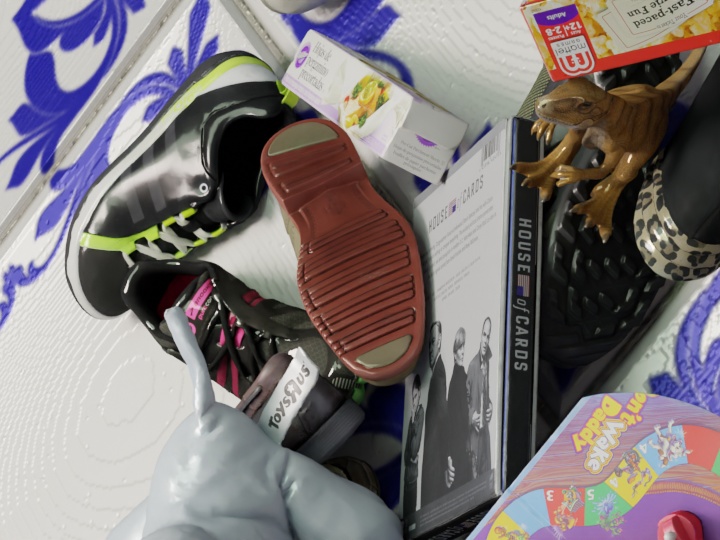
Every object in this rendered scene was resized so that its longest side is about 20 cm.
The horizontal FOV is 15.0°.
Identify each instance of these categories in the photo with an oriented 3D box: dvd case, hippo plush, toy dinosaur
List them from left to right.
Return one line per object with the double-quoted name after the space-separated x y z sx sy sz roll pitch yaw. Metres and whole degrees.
-0.067 0.163 1.418 0.161 0.158 0.201 -69 -3 -54 "hippo plush"
0.057 0.036 1.445 0.150 0.025 0.202 141 135 -66 "dvd case"
0.137 -0.074 1.372 0.060 0.200 0.106 43 116 9 "toy dinosaur"

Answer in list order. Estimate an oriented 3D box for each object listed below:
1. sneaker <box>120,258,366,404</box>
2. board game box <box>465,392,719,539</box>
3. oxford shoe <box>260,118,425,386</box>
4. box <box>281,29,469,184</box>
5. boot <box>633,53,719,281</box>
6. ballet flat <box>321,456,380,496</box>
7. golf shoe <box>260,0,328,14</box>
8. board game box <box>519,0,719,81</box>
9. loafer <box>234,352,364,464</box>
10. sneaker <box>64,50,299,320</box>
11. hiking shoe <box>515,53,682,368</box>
-0.070 0.042 1.585 0.199 0.084 0.077 19 87 45 "sneaker"
0.123 0.158 1.307 0.158 0.039 0.200 43 104 15 "board game box"
0.000 0.000 1.538 0.070 0.075 0.201 -19 45 1 "oxford shoe"
0.006 -0.096 1.564 0.039 0.041 0.200 -61 22 6 "box"
0.205 -0.101 1.370 0.154 0.073 0.204 -55 7 47 "boot"
-0.067 0.172 1.551 0.200 0.046 0.068 -40 48 26 "ballet flat"
0.015 -0.202 1.628 0.200 0.078 0.098 -39 53 28 "golf shoe"
0.187 -0.168 1.286 0.199 0.046 0.152 -11 33 27 "board game box"
-0.073 0.103 1.545 0.200 0.063 0.072 -37 7 47 "loafer"
-0.109 -0.046 1.681 0.201 0.072 0.083 -56 43 11 "sneaker"
0.118 -0.044 1.457 0.101 0.075 0.201 -13 62 65 "hiking shoe"
